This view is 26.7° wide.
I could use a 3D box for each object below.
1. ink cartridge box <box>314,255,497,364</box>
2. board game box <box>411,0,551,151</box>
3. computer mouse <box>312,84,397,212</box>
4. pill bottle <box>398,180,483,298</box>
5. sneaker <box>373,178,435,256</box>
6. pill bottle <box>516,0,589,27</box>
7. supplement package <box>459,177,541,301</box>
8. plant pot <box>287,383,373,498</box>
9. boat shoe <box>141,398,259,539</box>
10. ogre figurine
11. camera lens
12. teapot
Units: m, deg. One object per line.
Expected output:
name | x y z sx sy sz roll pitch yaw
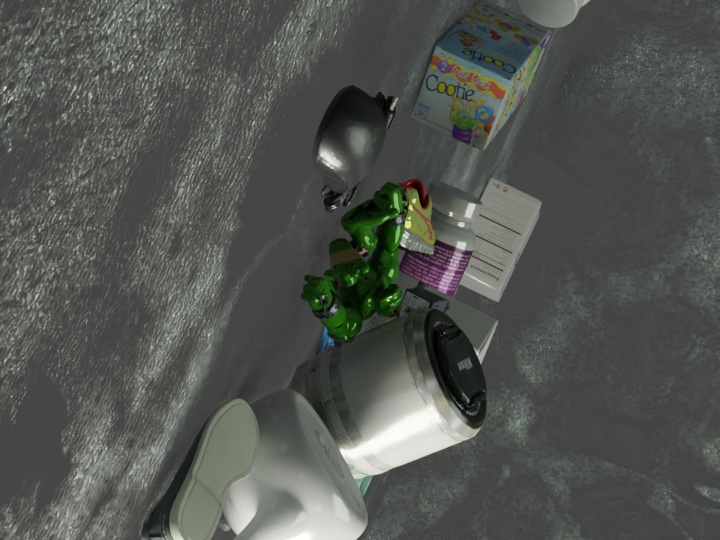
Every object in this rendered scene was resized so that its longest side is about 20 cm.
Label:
ink cartridge box | 0.056 0.094 1.941 0.086 0.199 0.147 -52 165 -54
board game box | 0.153 -0.248 1.906 0.200 0.104 0.104 -50 163 -57
computer mouse | 0.000 -0.126 1.509 0.140 0.052 0.200 -64 171 -2
pill bottle | 0.099 -0.020 2.172 0.202 0.111 0.112 -66 171 13
sneaker | 0.066 -0.072 1.967 0.200 0.077 0.091 1 106 -82
pill bottle | 0.306 -0.454 2.212 0.201 0.113 0.115 -59 169 -32
supplement package | 0.266 -0.059 3.014 0.201 0.116 0.117 -63 171 -9
plant pot | -0.050 0.242 1.940 0.201 0.133 0.201 -62 171 -17
boat shoe | -0.159 0.201 1.500 0.061 0.073 0.201 -20 -154 30
ogre figurine | 0.000 0.000 1.737 0.201 0.097 0.121 -77 164 -44
camera lens | 0.037 0.146 1.782 0.199 0.161 0.160 -24 -173 22
teapot | -0.093 0.235 1.648 0.145 0.198 0.200 -30 149 5
